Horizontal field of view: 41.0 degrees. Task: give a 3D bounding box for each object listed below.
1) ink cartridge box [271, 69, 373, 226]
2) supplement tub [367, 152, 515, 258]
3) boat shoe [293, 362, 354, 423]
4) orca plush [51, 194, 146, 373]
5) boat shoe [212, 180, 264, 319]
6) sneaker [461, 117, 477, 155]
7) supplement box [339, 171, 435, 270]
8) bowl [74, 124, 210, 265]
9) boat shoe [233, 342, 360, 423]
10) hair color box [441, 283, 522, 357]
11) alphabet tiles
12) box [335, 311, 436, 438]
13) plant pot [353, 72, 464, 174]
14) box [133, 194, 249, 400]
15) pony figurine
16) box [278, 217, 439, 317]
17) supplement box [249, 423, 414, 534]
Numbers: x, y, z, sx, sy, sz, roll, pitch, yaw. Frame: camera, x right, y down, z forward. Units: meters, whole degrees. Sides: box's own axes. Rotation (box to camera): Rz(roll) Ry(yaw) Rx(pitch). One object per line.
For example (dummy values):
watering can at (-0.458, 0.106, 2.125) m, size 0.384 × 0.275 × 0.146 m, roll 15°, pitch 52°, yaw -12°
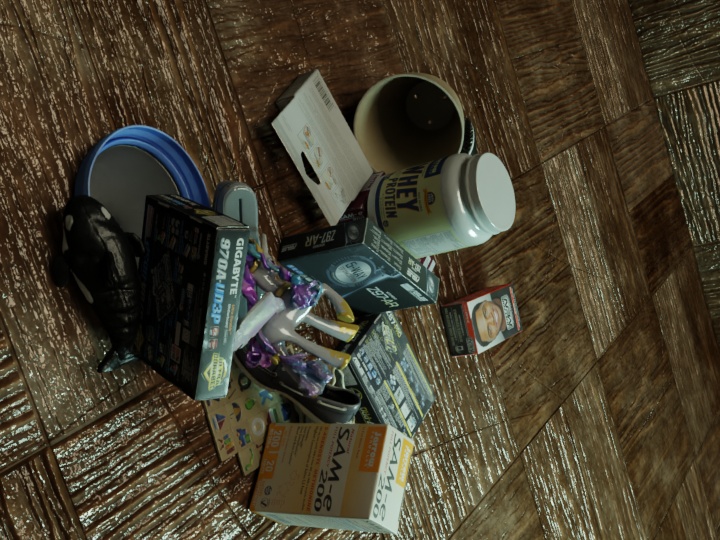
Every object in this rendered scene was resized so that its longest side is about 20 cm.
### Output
ink cartridge box at (-0.069, -0.186, 1.508) m, size 0.200 × 0.043 × 0.174 m, roll 60°, pitch 39°, yaw -25°
supplement tub at (0.127, -0.101, 1.517) m, size 0.145 × 0.199 × 0.146 m, roll 23°, pitch 61°, yaw -49°
boat shoe at (-0.045, 0.227, 1.390) m, size 0.075 × 0.068 × 0.201 m, roll -38°, pitch 118°, yaw -58°
orca plush at (-0.290, 0.016, 1.077) m, size 0.105 × 0.071 × 0.201 m, roll -1°, pitch 94°, yaw -16°
boat shoe at (-0.167, -0.024, 1.294) m, size 0.073 × 0.067 × 0.201 m, roll -1°, pitch 106°, yaw -26°
sneaker at (0.199, -0.196, 1.880) m, size 0.090 × 0.070 × 0.201 m, roll 37°, pitch 50°, yaw -62°
supplement box at (0.043, -0.051, 1.611) m, size 0.200 × 0.061 × 0.109 m, roll 60°, pitch 38°, yaw -26°
bowl at (-0.268, -0.077, 1.197) m, size 0.200 × 0.039 × 0.201 m, roll 21°, pitch 63°, yaw -50°
boat shoe at (-0.085, 0.139, 1.309) m, size 0.200 × 0.063 × 0.073 m, roll 38°, pitch 39°, yaw -7°
hair color box at (0.235, 0.093, 1.841) m, size 0.200 × 0.061 × 0.102 m, roll -18°, pitch 96°, yaw -54°
alphabet tiles at (-0.142, 0.179, 1.330) m, size 0.200 × 0.006 × 0.167 m, roll -24°, pitch 99°, yaw -55°
box at (0.039, 0.177, 1.550) m, size 0.161 × 0.049 × 0.200 m, roll -51°, pitch 121°, yaw -46°
plant pot at (0.104, -0.266, 1.681) m, size 0.188 × 0.187 × 0.200 m, roll 68°, pitch 22°, yaw -15°
box at (-0.199, 0.027, 1.099) m, size 0.046 × 0.159 × 0.201 m, roll -3°, pitch 107°, yaw -41°
pony figurine at (-0.109, 0.070, 1.230) m, size 0.200 × 0.166 × 0.193 m, roll 39°, pitch 58°, yaw -12°
box at (0.000, 0.000, 1.449) m, size 0.200 × 0.160 × 0.044 m, roll 38°, pitch 51°, yaw -44°
supplement box at (-0.039, 0.271, 1.272) m, size 0.074 × 0.199 × 0.126 m, roll 41°, pitch 53°, yaw -45°
